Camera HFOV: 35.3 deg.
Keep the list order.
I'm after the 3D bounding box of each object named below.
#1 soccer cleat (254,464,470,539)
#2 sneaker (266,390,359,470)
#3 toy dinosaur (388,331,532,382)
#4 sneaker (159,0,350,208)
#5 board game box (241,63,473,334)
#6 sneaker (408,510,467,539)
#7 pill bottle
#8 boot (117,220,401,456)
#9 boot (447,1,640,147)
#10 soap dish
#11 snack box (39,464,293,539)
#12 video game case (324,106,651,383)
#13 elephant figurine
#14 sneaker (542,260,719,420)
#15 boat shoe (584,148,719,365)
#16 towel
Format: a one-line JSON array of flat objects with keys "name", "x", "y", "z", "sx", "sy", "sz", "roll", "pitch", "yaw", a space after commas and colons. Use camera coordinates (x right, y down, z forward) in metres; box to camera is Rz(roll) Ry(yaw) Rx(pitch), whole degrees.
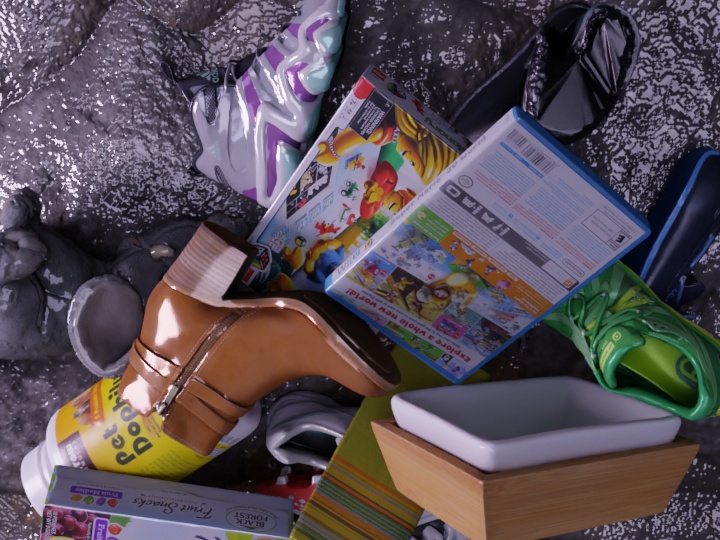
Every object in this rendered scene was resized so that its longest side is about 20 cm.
[{"name": "soccer cleat", "x": 0.003, "y": 0.220, "z": 0.993, "sx": 0.196, "sy": 0.069, "sz": 0.087, "roll": 5, "pitch": 93, "yaw": -2}, {"name": "sneaker", "x": 0.013, "y": 0.149, "z": 0.970, "sx": 0.196, "sy": 0.080, "sz": 0.072, "roll": 0, "pitch": 103, "yaw": 3}, {"name": "toy dinosaur", "x": 0.094, "y": 0.051, "z": 0.957, "sx": 0.088, "sy": 0.047, "sz": 0.200, "roll": 44, "pitch": 100, "yaw": -1}, {"name": "sneaker", "x": -0.090, "y": -0.157, "z": 0.898, "sx": 0.137, "sy": 0.078, "sz": 0.203, "roll": 17, "pitch": 105, "yaw": -1}, {"name": "board game box", "x": 0.000, "y": -0.037, "z": 0.857, "sx": 0.125, "sy": 0.035, "sz": 0.201, "roll": 36, "pitch": 119, "yaw": -4}, {"name": "sneaker", "x": 0.079, "y": 0.183, "z": 0.935, "sx": 0.197, "sy": 0.075, "sz": 0.082, "roll": -16, "pitch": 82, "yaw": -25}, {"name": "pill bottle", "x": -0.190, "y": 0.138, "z": 0.965, "sx": 0.198, "sy": 0.109, "sz": 0.110, "roll": -34, "pitch": 100, "yaw": 12}, {"name": "boot", "x": -0.082, "y": 0.079, "z": 0.848, "sx": 0.198, "sy": 0.077, "sz": 0.157, "roll": 32, "pitch": 101, "yaw": 5}, {"name": "boot", "x": 0.123, "y": -0.116, "z": 0.846, "sx": 0.076, "sy": 0.168, "sz": 0.201, "roll": 38, "pitch": 104, "yaw": -5}, {"name": "soap dish", "x": 0.128, "y": 0.139, "z": 0.851, "sx": 0.197, "sy": 0.157, "sz": 0.083, "roll": -4, "pitch": 100, "yaw": -28}, {"name": "snack box", "x": -0.163, "y": 0.243, "z": 0.929, "sx": 0.196, "sy": 0.053, "sz": 0.144, "roll": 10, "pitch": 119, "yaw": -7}, {"name": "video game case", "x": 0.089, "y": -0.010, "z": 0.819, "sx": 0.142, "sy": 0.018, "sz": 0.200, "roll": 34, "pitch": 121, "yaw": -25}, {"name": "elephant figurine", "x": -0.210, "y": 0.022, "z": 0.934, "sx": 0.197, "sy": 0.143, "sz": 0.156, "roll": 18, "pitch": 133, "yaw": -16}, {"name": "sneaker", "x": 0.193, "y": 0.042, "z": 0.851, "sx": 0.198, "sy": 0.083, "sz": 0.075, "roll": 33, "pitch": 113, "yaw": 22}, {"name": "boat shoe", "x": 0.252, "y": 0.003, "z": 0.913, "sx": 0.068, "sy": 0.084, "sz": 0.202, "roll": 26, "pitch": 107, "yaw": -6}, {"name": "towel", "x": 0.026, "y": 0.147, "z": 0.899, "sx": 0.085, "sy": 0.018, "sz": 0.202, "roll": 31, "pitch": 68, "yaw": -1}]
